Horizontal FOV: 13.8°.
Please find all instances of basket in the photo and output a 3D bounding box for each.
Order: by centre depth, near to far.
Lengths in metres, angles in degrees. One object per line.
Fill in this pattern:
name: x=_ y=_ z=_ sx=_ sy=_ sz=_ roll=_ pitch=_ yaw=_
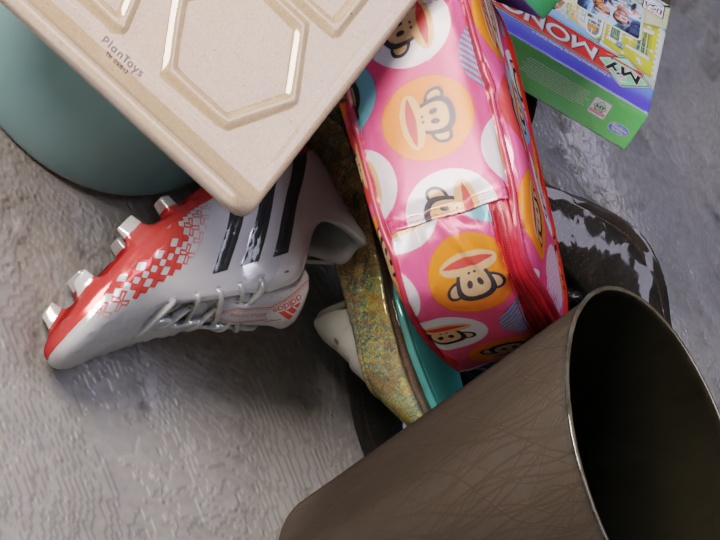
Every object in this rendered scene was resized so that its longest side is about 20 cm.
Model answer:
basket: x=0.068 y=0.129 z=1.437 sx=0.136 sy=0.199 sz=0.181 roll=18 pitch=53 yaw=-46

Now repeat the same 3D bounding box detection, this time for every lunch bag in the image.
lunch bag: x=0.046 y=-0.053 z=1.475 sx=0.176 sy=0.081 sz=0.201 roll=56 pitch=21 yaw=-69

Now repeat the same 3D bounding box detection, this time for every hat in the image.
hat: x=0.076 y=0.055 z=1.598 sx=0.199 sy=0.081 sz=0.202 roll=1 pitch=85 yaw=-11

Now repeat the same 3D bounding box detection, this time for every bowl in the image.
bowl: x=-0.090 y=-0.143 z=1.441 sx=0.200 sy=0.105 sz=0.202 roll=7 pitch=79 yaw=-38

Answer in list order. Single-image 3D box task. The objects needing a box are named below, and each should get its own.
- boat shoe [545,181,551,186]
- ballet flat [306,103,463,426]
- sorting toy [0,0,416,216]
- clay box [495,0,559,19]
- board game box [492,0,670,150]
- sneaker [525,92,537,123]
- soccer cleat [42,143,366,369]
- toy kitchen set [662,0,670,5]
boat shoe: x=0.033 y=-0.034 z=1.630 sx=0.199 sy=0.072 sz=0.068 roll=23 pitch=54 yaw=-32
ballet flat: x=0.000 y=0.000 z=1.527 sx=0.071 sy=0.070 sz=0.201 roll=-13 pitch=86 yaw=-56
sorting toy: x=-0.069 y=-0.152 z=1.365 sx=0.185 sy=0.036 sz=0.200 roll=42 pitch=65 yaw=-13
clay box: x=0.018 y=-0.215 z=1.495 sx=0.200 sy=0.048 sz=0.115 roll=41 pitch=-4 yaw=-26
board game box: x=0.075 y=-0.157 z=1.643 sx=0.199 sy=0.029 sz=0.135 roll=30 pitch=32 yaw=-7
sneaker: x=0.026 y=-0.141 z=1.674 sx=0.088 sy=0.074 sz=0.201 roll=1 pitch=44 yaw=-38
soccer cleat: x=-0.072 y=0.002 z=1.426 sx=0.085 sy=0.069 sz=0.200 roll=49 pitch=45 yaw=1
toy kitchen set: x=0.106 y=-0.249 z=1.799 sx=0.162 sy=0.201 sz=0.180 roll=26 pitch=27 yaw=20
